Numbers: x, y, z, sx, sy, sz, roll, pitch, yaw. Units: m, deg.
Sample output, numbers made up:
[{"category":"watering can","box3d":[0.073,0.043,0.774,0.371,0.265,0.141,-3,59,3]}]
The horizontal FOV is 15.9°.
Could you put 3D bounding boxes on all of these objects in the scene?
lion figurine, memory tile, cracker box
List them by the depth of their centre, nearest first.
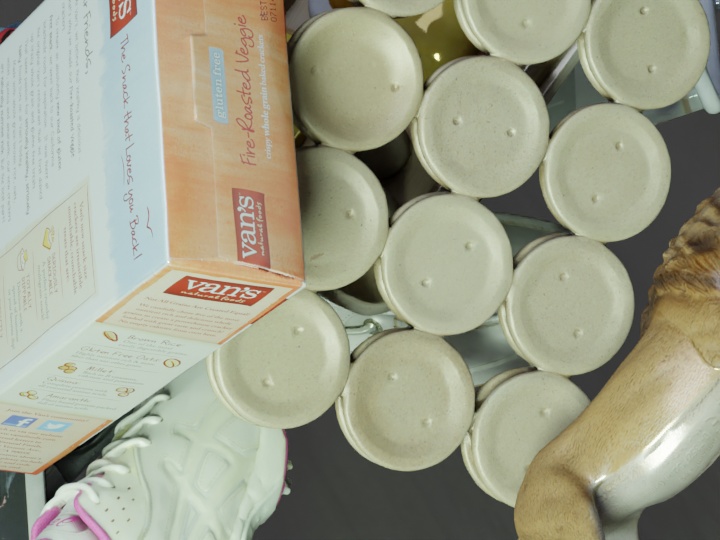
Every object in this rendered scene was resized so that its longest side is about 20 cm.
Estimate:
[{"category":"lion figurine","box3d":[0.103,0.056,0.883,0.200,0.073,0.122,-43,35,-2]},{"category":"memory tile","box3d":[0.035,-0.027,0.911,0.017,0.152,0.201,-171,98,-72]},{"category":"cracker box","box3d":[-0.096,-0.023,0.916,0.200,0.057,0.135,-34,53,50]}]

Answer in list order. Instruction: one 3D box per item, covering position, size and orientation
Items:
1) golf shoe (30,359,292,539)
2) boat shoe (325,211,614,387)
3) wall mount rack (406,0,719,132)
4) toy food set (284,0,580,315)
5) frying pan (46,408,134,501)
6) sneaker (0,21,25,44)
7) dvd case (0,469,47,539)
[{"category":"golf shoe","box3d":[-0.076,0.087,0.941,0.075,0.091,0.201,-43,35,37]},{"category":"boat shoe","box3d":[0.000,0.000,0.997,0.199,0.069,0.071,-3,49,29]},{"category":"wall mount rack","box3d":[0.079,-0.112,1.044,0.199,0.075,0.174,-18,36,17]},{"category":"toy food set","box3d":[0.001,-0.093,0.969,0.143,0.060,0.200,29,78,37]},{"category":"frying pan","box3d":[-0.129,0.106,1.021,0.190,0.031,0.115,-40,44,0]},{"category":"sneaker","box3d":[-0.129,-0.067,1.120,0.199,0.096,0.080,-20,45,17]},{"category":"dvd case","box3d":[-0.193,0.097,0.976,0.149,0.025,0.201,-2,63,-10]}]
